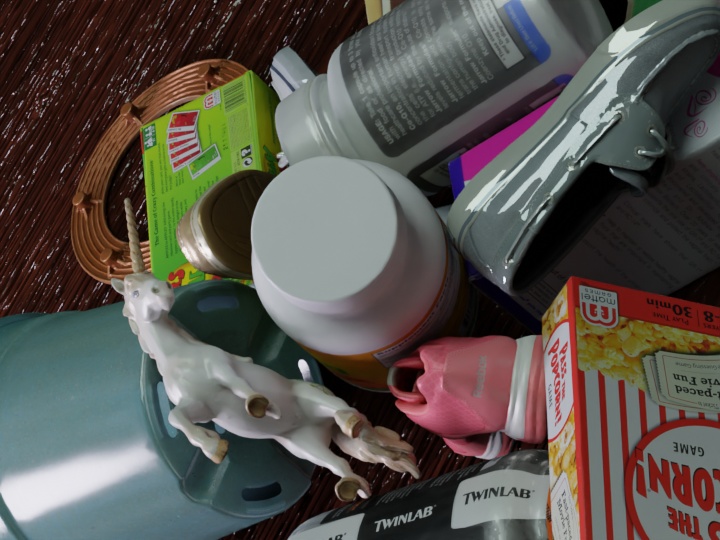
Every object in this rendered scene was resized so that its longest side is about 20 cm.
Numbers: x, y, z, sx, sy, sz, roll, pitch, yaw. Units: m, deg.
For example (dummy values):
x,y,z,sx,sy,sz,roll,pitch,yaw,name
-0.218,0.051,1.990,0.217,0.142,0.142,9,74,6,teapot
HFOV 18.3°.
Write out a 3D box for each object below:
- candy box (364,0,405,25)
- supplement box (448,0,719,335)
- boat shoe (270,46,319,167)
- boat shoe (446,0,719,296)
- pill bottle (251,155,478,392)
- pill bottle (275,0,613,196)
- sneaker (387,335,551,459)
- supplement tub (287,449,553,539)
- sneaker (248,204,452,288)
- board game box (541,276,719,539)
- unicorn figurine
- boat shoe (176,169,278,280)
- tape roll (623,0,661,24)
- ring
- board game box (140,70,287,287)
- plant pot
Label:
x,y,z,sx,sy,sz,roll,pitch,yaw,name
0.095,-0.210,1.469,0.200,0.055,0.116,-32,43,24,candy box
0.165,-0.054,1.321,0.200,0.103,0.101,-31,43,25,supplement box
-0.029,-0.085,1.554,0.067,0.074,0.200,-43,41,7,boat shoe
0.138,-0.065,1.236,0.201,0.070,0.072,-45,58,9,boat shoe
0.000,0.000,1.286,0.111,0.200,0.111,-3,77,11,pill bottle
0.052,-0.117,1.394,0.200,0.114,0.114,-31,43,23,pill bottle
0.056,0.064,1.287,0.200,0.086,0.074,127,152,-78,sneaker
0.062,0.172,1.235,0.200,0.122,0.123,-22,48,32,supplement tub
0.011,0.013,1.457,0.200,0.073,0.071,-24,85,16,sneaker
0.173,0.110,1.154,0.046,0.151,0.201,120,157,-50,board game box
-0.067,0.065,1.260,0.074,0.200,0.137,-49,29,1,unicorn figurine
-0.068,-0.024,1.410,0.069,0.200,0.074,-25,87,26,boat shoe
0.129,-0.140,1.464,0.200,0.048,0.201,-25,47,29,tape roll
-0.153,-0.080,1.717,0.200,0.019,0.201,-25,46,29,ring
-0.098,-0.036,1.589,0.101,0.048,0.200,-26,50,22,board game box
-0.137,0.100,1.401,0.196,0.200,0.201,-21,48,43,plant pot
